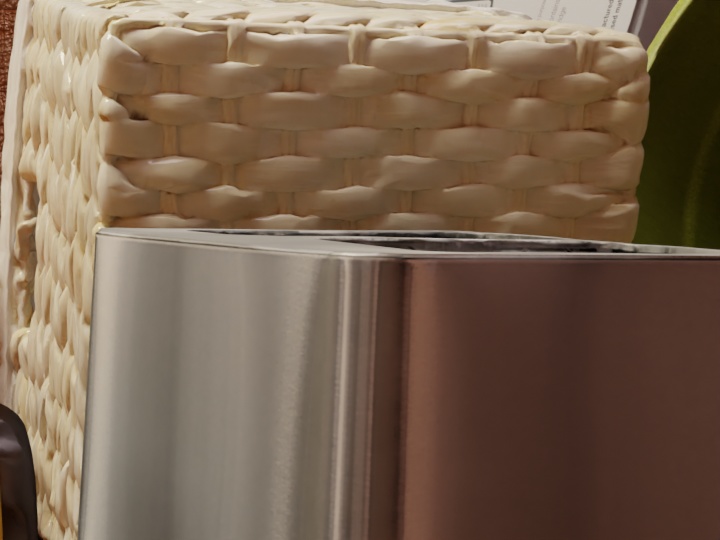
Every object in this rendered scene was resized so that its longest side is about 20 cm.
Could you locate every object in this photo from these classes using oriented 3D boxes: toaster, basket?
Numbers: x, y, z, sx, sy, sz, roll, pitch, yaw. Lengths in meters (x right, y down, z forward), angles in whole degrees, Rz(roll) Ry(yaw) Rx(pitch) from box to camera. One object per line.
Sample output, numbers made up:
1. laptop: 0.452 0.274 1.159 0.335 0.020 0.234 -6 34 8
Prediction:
1. toaster: 0.021 0.050 0.737 0.200 0.119 0.181 0 2 -28
2. basket: -0.015 0.005 0.925 0.200 0.199 0.161 1 6 -17

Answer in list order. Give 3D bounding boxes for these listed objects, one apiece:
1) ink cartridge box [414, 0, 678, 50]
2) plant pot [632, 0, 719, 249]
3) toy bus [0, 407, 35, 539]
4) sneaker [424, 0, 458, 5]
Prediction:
1. ink cartridge box: 0.079 -0.067 1.288 0.200 0.086 0.146 -4 -34 37
2. plant pot: 0.221 -0.011 0.926 0.200 0.201 0.193 4 -18 46
3. toy bus: -0.154 0.005 0.668 0.135 0.192 0.200 0 1 -12
4. sneaker: 0.043 -0.003 1.071 0.114 0.201 0.073 10 14 -19
